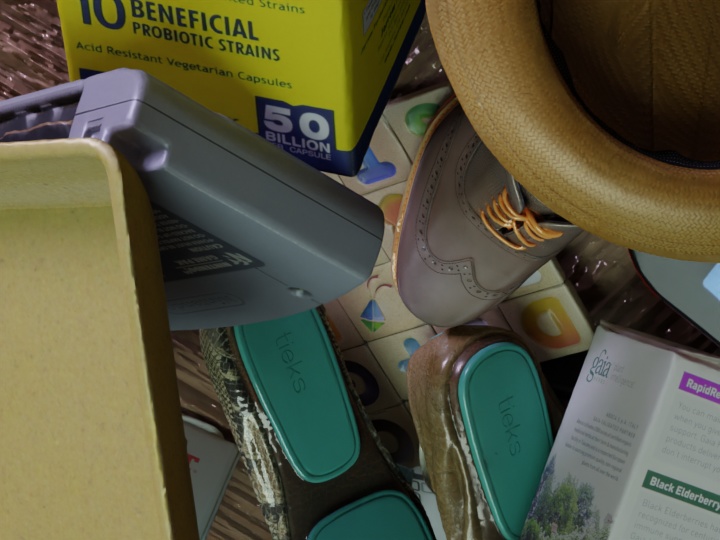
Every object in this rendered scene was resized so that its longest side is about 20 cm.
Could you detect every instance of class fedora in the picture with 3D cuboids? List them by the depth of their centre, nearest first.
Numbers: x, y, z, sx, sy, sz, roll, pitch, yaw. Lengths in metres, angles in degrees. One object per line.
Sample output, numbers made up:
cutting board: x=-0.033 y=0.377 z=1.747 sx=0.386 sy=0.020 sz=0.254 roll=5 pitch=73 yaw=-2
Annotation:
fedora: x=0.111 y=-0.105 z=0.828 sx=0.200 sy=0.202 sz=0.082 roll=25 pitch=-178 yaw=-2

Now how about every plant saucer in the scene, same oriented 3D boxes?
plant saucer: x=-0.130 y=0.052 z=0.897 sx=0.199 sy=0.048 sz=0.201 roll=0 pitch=102 yaw=38

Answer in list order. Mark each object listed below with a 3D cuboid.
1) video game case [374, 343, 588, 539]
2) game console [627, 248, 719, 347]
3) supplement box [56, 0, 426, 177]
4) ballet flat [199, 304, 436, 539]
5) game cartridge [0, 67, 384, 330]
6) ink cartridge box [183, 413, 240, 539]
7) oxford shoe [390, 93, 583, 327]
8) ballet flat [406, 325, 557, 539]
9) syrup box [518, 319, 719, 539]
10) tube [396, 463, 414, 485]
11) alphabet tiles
video game case: x=0.109 y=0.106 z=1.133 sx=0.199 sy=0.026 sz=0.181 roll=10 pitch=137 yaw=15
game console: x=0.209 y=-0.013 z=0.887 sx=0.200 sy=0.031 sz=0.177 roll=39 pitch=121 yaw=4
supplement box: x=-0.041 y=-0.147 z=0.866 sx=0.108 sy=0.110 sz=0.201 roll=11 pitch=137 yaw=13
ballet flat: x=-0.016 y=0.094 z=1.065 sx=0.201 sy=0.068 sz=0.075 roll=67 pitch=158 yaw=0
game cartridge: x=-0.089 y=-0.020 z=0.940 sx=0.133 sy=0.042 sz=0.199 roll=25 pitch=159 yaw=-36
ink cartridge box: x=-0.159 y=0.149 z=1.170 sx=0.144 sy=0.201 sz=0.084 roll=22 pitch=143 yaw=0
oxford shoe: x=0.060 y=-0.037 z=0.953 sx=0.071 sy=0.073 sz=0.200 roll=28 pitch=133 yaw=-5
ballet flat: x=0.059 y=0.116 z=1.061 sx=0.072 sy=0.068 sz=0.201 roll=9 pitch=120 yaw=61
syrup box: x=0.107 y=0.128 z=0.998 sx=0.081 sy=0.201 sz=0.079 roll=21 pitch=180 yaw=-20
tube: x=-0.011 y=0.132 z=1.175 sx=0.077 sy=0.051 sz=0.200 roll=14 pitch=147 yaw=11
alphabet tiles: x=0.000 y=0.000 z=1.057 sx=0.166 sy=0.006 sz=0.201 roll=-17 pitch=118 yaw=31
